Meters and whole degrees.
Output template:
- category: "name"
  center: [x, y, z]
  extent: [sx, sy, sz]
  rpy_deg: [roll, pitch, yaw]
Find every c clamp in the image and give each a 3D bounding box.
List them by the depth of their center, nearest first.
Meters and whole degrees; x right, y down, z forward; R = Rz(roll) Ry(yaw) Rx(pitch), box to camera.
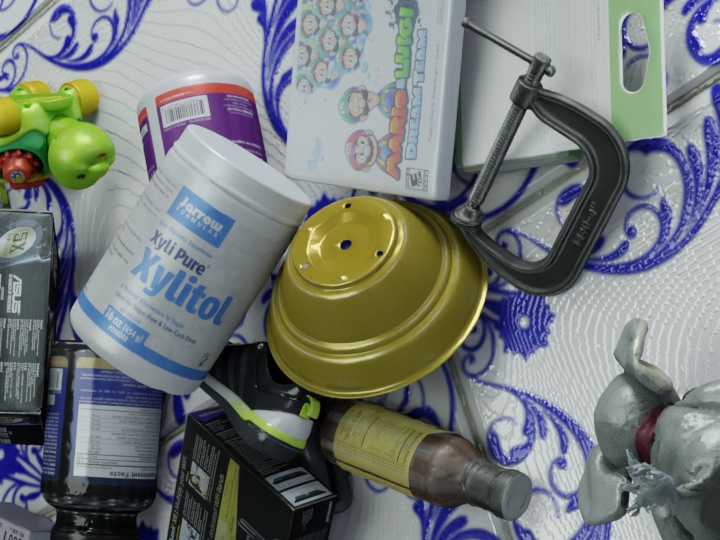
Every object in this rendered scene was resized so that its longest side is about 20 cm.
- category: "c clamp"
  center: [0.130, -0.082, 1.549]
  extent: [0.170, 0.027, 0.201]
  rpy_deg: [28, 122, 16]

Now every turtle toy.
- category: "turtle toy"
  center: [-0.329, -0.133, 1.950]
  extent: [0.199, 0.145, 0.102]
  rpy_deg: [4, 107, 41]

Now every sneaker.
- category: "sneaker"
  center: [-0.084, 0.091, 1.683]
  extent: [0.083, 0.072, 0.200]
  rpy_deg: [-58, 39, 9]

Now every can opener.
- category: "can opener"
  center: [-0.033, 0.111, 1.699]
  extent: [0.067, 0.053, 0.201]
  rpy_deg: [-22, 71, 38]

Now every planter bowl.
- category: "planter bowl"
  center: [0.000, 0.000, 1.602]
  extent: [0.199, 0.084, 0.201]
  rpy_deg: [-13, 48, 15]

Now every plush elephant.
- category: "plush elephant"
  center: [0.236, 0.127, 1.400]
  extent: [0.155, 0.199, 0.165]
  rpy_deg: [51, 125, 54]

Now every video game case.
- category: "video game case"
  center: [0.011, -0.168, 1.626]
  extent: [0.181, 0.024, 0.201]
  rpy_deg: [11, 99, 43]

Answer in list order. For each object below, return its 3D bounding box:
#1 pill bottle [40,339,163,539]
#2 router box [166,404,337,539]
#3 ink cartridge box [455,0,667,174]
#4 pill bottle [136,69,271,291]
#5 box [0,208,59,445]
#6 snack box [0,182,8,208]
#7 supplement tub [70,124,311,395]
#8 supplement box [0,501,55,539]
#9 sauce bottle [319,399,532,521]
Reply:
- category: "pill bottle"
  center: [-0.247, 0.169, 1.841]
  extent: [0.111, 0.112, 0.201]
  rpy_deg: [0, 85, 41]
- category: "router box"
  center: [-0.103, 0.243, 1.706]
  extent: [0.157, 0.052, 0.201]
  rpy_deg: [37, 127, 38]
- category: "ink cartridge box"
  center: [0.167, -0.162, 1.565]
  extent: [0.199, 0.048, 0.147]
  rpy_deg: [-6, 81, 34]
- category: "pill bottle"
  center: [-0.137, -0.076, 1.778]
  extent: [0.112, 0.112, 0.201]
  rpy_deg: [-25, 69, 36]
- category: "box"
  center: [-0.344, 0.058, 1.890]
  extent: [0.164, 0.086, 0.201]
  rpy_deg: [111, 161, -72]
- category: "snack box"
  center: [-0.445, -0.004, 2.070]
  extent: [0.168, 0.067, 0.201]
  rpy_deg: [-26, 70, 36]
- category: "supplement tub"
  center: [-0.146, -0.008, 1.647]
  extent: [0.132, 0.132, 0.201]
  rpy_deg: [39, 101, 38]
- category: "supplement box"
  center: [-0.365, 0.345, 1.956]
  extent: [0.108, 0.061, 0.201]
  rpy_deg: [14, 95, 41]
- category: "sauce bottle"
  center: [0.055, 0.161, 1.609]
  extent: [0.199, 0.065, 0.065]
  rpy_deg: [19, 97, 40]
